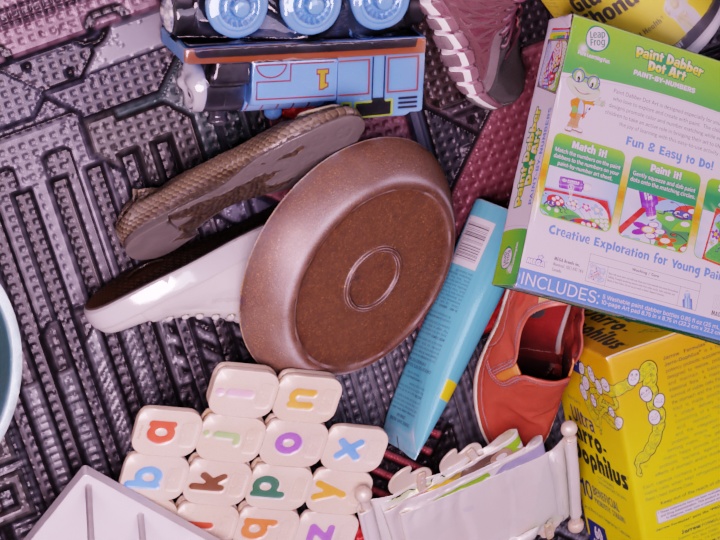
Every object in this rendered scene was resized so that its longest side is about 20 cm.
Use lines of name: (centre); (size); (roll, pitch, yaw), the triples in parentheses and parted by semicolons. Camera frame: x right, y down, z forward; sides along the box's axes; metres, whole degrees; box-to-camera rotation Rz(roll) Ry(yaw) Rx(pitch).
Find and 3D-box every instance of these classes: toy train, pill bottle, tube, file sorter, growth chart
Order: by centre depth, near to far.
toy train: (-0.046, -0.163, 1.486); (0.199, 0.087, 0.115); (-6, 110, -20)
file sorter: (-0.154, 0.267, 1.498); (0.200, 0.125, 0.139); (32, 109, -24)
pill bottle: (0.173, -0.240, 1.536); (0.112, 0.112, 0.200); (-44, 113, -7)
tube: (0.069, 0.045, 1.585); (0.050, 0.077, 0.201); (26, 88, -15)
growth chart: (0.089, 0.183, 1.618); (0.199, 0.018, 0.145); (-17, 131, -17)

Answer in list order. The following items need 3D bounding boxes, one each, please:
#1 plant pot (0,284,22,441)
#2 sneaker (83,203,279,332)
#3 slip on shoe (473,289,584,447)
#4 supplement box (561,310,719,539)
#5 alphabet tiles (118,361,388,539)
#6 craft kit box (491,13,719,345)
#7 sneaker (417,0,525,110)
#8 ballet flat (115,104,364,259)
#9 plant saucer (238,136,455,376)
plant pot: (-0.337, 0.043, 1.357); (0.199, 0.196, 0.201); (-4, 103, -19)
sneaker: (-0.099, 0.018, 1.510); (0.199, 0.073, 0.085); (-23, 106, -16)
slip on shoe: (0.132, 0.074, 1.589); (0.074, 0.061, 0.200); (0, 130, -14)
supplement box: (0.234, 0.130, 1.643); (0.109, 0.109, 0.201); (-18, 107, -17)
alphabet tiles: (-0.084, 0.156, 1.544); (0.195, 0.015, 0.201); (6, 120, -22)
craft kit box: (0.208, -0.061, 1.490); (0.199, 0.048, 0.198); (15, 87, -21)
sneaker: (0.109, -0.190, 1.490); (0.200, 0.115, 0.076); (52, 37, -48)
ballet flat: (-0.089, -0.072, 1.480); (0.200, 0.046, 0.067); (-29, 152, 15)
plant saucer: (0.000, 0.000, 1.517); (0.200, 0.034, 0.201); (-26, 135, -29)
